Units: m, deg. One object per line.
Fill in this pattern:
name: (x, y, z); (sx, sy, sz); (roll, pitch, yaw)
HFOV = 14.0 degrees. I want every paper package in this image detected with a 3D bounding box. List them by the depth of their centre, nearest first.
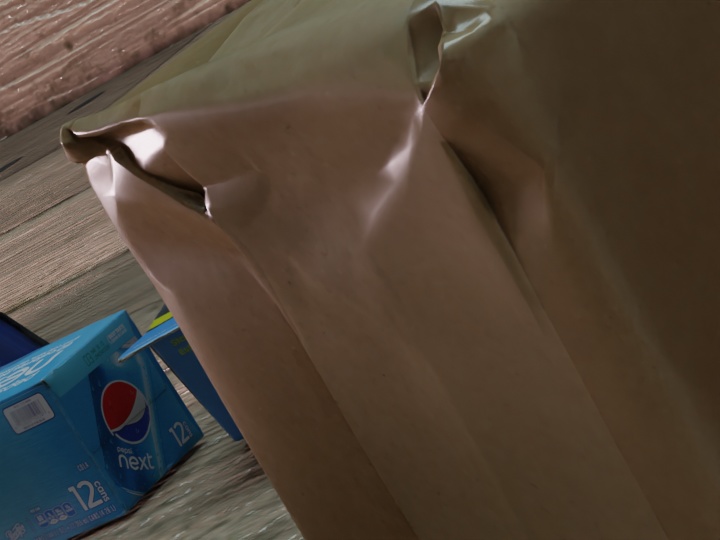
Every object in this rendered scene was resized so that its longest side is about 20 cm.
paper package: (0.088, 0.003, 0.473); (0.200, 0.191, 0.103); (-39, 17, -35)

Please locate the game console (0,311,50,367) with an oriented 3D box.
game console: (-0.240, -0.010, 1.496); (0.118, 0.172, 0.200); (1, -12, -37)

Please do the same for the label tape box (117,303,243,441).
label tape box: (0.000, 0.000, 1.130); (0.144, 0.063, 0.200); (-28, 10, 15)

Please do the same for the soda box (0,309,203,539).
soda box: (-0.165, 0.088, 1.201); (0.200, 0.064, 0.068); (-24, 12, 35)
